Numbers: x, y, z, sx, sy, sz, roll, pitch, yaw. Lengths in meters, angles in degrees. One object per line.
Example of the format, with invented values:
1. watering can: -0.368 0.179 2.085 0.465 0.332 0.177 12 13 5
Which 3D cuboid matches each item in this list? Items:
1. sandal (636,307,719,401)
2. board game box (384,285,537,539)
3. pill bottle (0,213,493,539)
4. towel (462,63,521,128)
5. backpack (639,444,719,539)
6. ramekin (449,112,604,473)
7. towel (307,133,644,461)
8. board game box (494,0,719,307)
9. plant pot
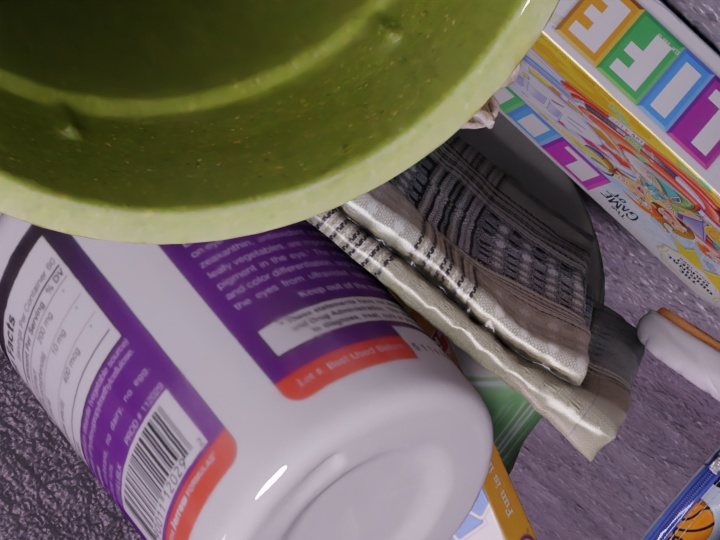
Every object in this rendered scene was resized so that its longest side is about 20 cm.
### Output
1. sandal: 0.166 0.039 0.856 0.079 0.059 0.207 26 -174 -37
2. board game box: 0.015 0.098 0.929 0.095 0.030 0.200 -16 108 31
3. pill bottle: -0.055 0.017 0.846 0.200 0.111 0.111 49 178 33
4. towel: -0.056 -0.094 0.812 0.200 0.035 0.132 30 -165 31
5. backpack: 0.179 0.153 0.973 0.200 0.191 0.154 46 172 -39
6. ramekin: 0.000 0.000 1.017 0.200 0.200 0.098 41 131 2
7. towel: 0.022 -0.026 0.892 0.200 0.035 0.193 41 -169 -2
8. board game box: 0.072 -0.067 0.846 0.200 0.034 0.134 42 173 -4
9. plant pot: -0.061 -0.136 0.658 0.200 0.200 0.190 45 -175 -28
